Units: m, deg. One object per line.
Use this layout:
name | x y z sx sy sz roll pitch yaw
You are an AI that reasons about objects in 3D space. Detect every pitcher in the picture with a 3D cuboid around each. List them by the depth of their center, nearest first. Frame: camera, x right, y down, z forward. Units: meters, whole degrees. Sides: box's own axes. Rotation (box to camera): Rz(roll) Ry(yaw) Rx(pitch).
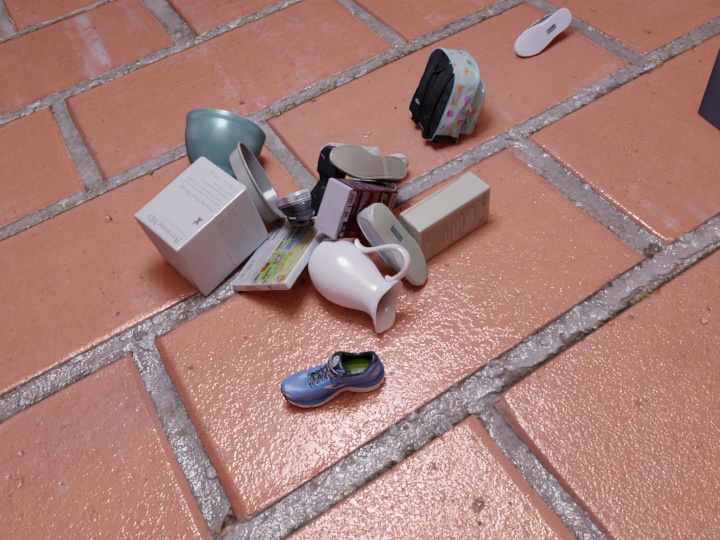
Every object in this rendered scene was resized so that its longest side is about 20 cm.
pitcher | 0.000 0.000 1.281 0.198 0.120 0.175 33 106 27

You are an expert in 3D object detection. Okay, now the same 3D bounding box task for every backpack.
backpack | 0.221 -0.440 1.585 0.149 0.203 0.178 -5 45 -18

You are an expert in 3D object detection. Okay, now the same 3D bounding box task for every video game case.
video game case | -0.165 -0.037 1.371 0.179 0.023 0.202 -3 44 42

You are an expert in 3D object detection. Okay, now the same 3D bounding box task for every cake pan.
cake pan | -0.236 -0.195 1.455 0.036 0.201 0.203 -28 50 5

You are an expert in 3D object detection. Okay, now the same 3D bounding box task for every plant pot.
plant pot | -0.338 -0.283 1.555 0.195 0.200 0.138 7 78 13

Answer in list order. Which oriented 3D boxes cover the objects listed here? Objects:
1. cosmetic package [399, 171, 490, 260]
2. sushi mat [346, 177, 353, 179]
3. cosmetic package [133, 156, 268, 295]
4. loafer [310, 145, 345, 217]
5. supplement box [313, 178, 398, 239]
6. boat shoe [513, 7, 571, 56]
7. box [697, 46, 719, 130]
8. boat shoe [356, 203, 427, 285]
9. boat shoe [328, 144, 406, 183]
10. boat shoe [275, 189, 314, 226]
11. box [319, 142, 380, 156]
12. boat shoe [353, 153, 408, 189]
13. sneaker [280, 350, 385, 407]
cosmetic package | 0.184 -0.115 1.386 0.198 0.105 0.073 -32 53 -19
sushi mat | -0.055 -0.184 1.533 0.093 0.012 0.203 10 53 13
cosmetic package | -0.338 -0.096 1.387 0.166 0.168 0.200 33 68 30
loafer | -0.066 -0.177 1.432 0.072 0.204 0.072 32 26 28
supplement box | -0.006 -0.130 1.355 0.060 0.111 0.198 29 20 26
boat shoe | 0.510 -0.679 1.833 0.199 0.072 0.068 -40 21 -7
box | 0.932 -0.453 1.501 0.196 0.199 0.118 -22 50 -11
boat shoe | 0.064 -0.050 1.321 0.071 0.202 0.070 -13 31 48
boat shoe | 0.008 -0.220 1.386 0.196 0.062 0.075 4 75 -35
boat shoe | -0.133 -0.127 1.359 0.070 0.070 0.200 -18 6 -14
box | -0.026 -0.275 1.535 0.041 0.039 0.198 -35 31 -25
boat shoe | 0.049 -0.197 1.486 0.200 0.076 0.086 -31 55 -24
sneaker | -0.054 0.186 1.178 0.195 0.090 0.080 -16 49 -5
